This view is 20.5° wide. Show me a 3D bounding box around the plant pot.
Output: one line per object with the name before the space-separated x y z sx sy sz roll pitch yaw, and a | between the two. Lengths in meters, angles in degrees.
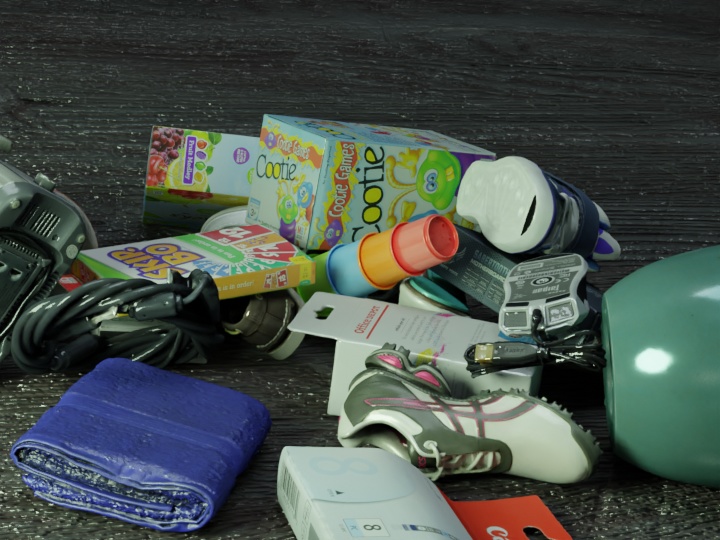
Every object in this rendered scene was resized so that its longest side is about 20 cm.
plant pot | 0.268 0.075 1.528 0.160 0.202 0.201 -4 16 4

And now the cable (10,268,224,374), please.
cable | -0.187 0.053 1.533 0.162 0.051 0.200 -14 -14 -10

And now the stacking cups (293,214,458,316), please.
stacking cups | 0.000 0.000 1.703 0.060 0.061 0.200 -8 -8 -42

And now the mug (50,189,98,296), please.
mug | -0.337 -0.032 1.708 0.177 0.134 0.200 2 15 -25

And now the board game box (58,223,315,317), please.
board game box | -0.146 0.000 1.646 0.199 0.030 0.095 -12 27 -28

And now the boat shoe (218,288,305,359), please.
boat shoe | -0.110 0.013 1.736 0.059 0.072 0.200 29 9 -32

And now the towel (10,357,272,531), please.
towel | -0.152 0.126 1.420 0.147 0.050 0.200 17 17 6

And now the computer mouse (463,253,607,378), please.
computer mouse | 0.148 0.039 1.572 0.109 0.044 0.200 -10 18 16

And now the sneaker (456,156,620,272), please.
sneaker | 0.178 -0.043 1.752 0.146 0.081 0.200 19 4 -16

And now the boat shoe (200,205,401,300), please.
boat shoe | -0.058 -0.009 1.865 0.199 0.072 0.069 19 13 4

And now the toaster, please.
toaster | -0.314 -0.007 1.527 0.129 0.200 0.114 38 6 38

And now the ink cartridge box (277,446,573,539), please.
ink cartridge box | 0.056 0.170 1.353 0.199 0.048 0.160 0 18 -16

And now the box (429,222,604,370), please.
box | 0.171 0.029 1.744 0.157 0.051 0.200 16 12 -48

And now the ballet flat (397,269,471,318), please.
ballet flat | 0.060 0.037 1.756 0.069 0.070 0.200 9 9 4

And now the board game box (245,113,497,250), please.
board game box | 0.010 -0.076 1.827 0.199 0.104 0.105 3 14 -38

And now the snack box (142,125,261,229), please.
snack box | -0.113 -0.083 1.961 0.199 0.068 0.169 7 -11 -7

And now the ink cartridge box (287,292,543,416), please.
ink cartridge box | 0.044 0.079 1.610 0.199 0.068 0.115 11 17 9

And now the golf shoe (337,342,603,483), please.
golf shoe | 0.080 0.130 1.492 0.199 0.077 0.088 17 46 16

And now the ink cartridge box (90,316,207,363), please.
ink cartridge box | -0.191 0.029 1.727 0.094 0.037 0.200 3 20 -14
